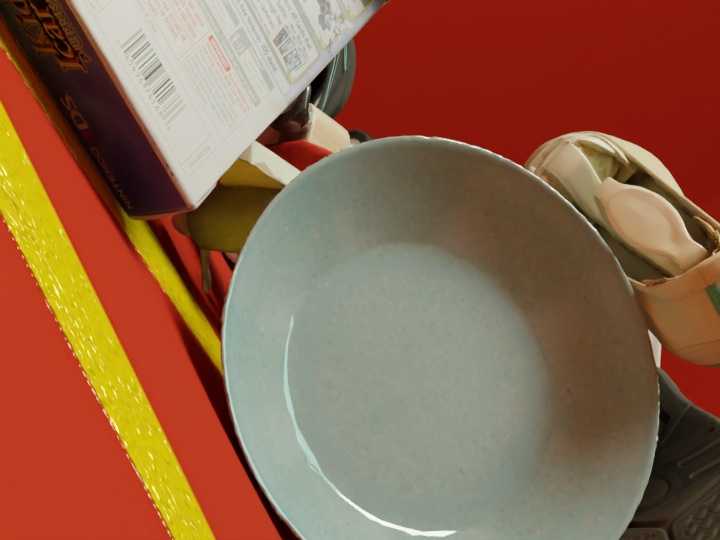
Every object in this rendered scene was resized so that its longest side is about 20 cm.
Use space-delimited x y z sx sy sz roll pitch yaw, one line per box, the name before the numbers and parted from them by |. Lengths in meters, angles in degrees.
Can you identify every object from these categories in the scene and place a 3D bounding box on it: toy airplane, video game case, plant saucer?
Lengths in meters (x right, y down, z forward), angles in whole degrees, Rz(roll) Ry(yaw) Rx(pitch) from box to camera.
toy airplane | 0.000 0.000 0.803 0.199 0.142 0.199 33 -4 -2
video game case | -0.081 -0.155 0.662 0.045 0.182 0.201 -6 -58 41
plant saucer | 0.031 0.044 0.679 0.203 0.200 0.039 61 -28 5

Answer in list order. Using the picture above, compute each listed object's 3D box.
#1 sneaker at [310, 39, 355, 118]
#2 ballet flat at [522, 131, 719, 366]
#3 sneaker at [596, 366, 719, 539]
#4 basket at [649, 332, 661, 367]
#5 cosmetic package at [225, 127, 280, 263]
sneaker | -0.031 -0.181 0.982 0.079 0.074 0.203 -62 152 -70
ballet flat | 0.120 -0.029 0.761 0.070 0.069 0.200 60 -8 -36
sneaker | 0.149 0.124 0.741 0.115 0.076 0.200 64 1 -13
basket | 0.112 0.112 1.105 0.135 0.122 0.203 20 -71 60
cosmetic package | -0.033 -0.040 1.071 0.106 0.091 0.200 36 6 -14
